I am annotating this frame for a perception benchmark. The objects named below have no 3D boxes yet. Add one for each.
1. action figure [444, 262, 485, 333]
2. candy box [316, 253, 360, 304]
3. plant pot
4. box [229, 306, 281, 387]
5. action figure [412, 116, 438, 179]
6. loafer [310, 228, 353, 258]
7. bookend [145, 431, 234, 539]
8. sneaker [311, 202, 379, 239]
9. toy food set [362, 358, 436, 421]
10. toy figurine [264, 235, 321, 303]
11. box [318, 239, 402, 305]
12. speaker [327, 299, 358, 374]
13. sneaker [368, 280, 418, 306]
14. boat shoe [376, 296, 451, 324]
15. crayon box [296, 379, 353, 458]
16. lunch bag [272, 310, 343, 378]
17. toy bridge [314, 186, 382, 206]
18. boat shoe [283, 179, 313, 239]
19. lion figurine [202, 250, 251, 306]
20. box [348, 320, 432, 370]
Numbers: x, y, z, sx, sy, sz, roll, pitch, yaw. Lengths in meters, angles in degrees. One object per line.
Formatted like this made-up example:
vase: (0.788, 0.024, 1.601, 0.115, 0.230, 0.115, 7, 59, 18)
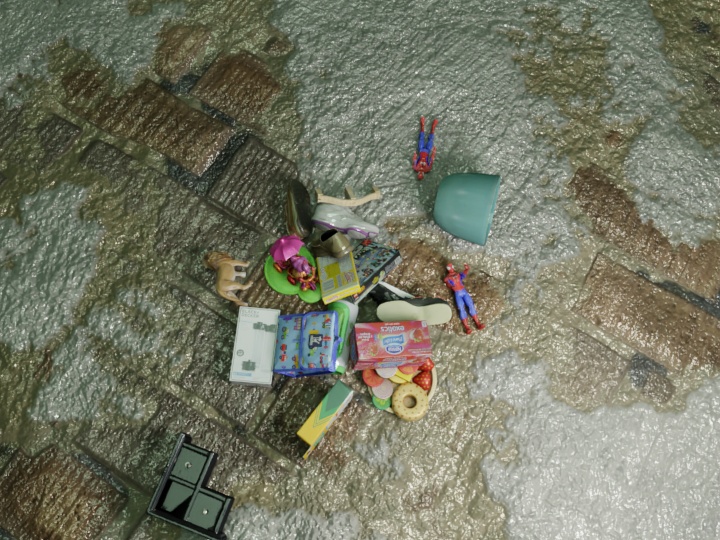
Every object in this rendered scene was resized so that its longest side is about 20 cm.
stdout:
action figure: (0.285, 0.063, 1.725, 0.064, 0.099, 0.202, -18, 71, -10)
candy box: (-0.061, 0.008, 1.670, 0.101, 0.027, 0.201, -19, 33, 3)
plant pot: (0.295, -0.184, 1.767, 0.159, 0.201, 0.203, 14, 71, 14)
box: (-0.280, 0.204, 1.678, 0.115, 0.060, 0.203, 6, 71, -1)
action figure: (0.194, -0.375, 1.873, 0.064, 0.099, 0.203, 9, 74, 2)
loafer: (-0.083, -0.080, 1.716, 0.075, 0.199, 0.068, -30, 108, -25)
bookend: (-0.389, 0.534, 1.547, 0.197, 0.092, 0.201, 21, 72, 3)
sneaker: (-0.037, -0.152, 1.798, 0.197, 0.075, 0.101, 15, 68, 2)
toy food set: (0.107, 0.286, 1.674, 0.196, 0.049, 0.202, 25, 73, 6)
toy figurine: (-0.177, -0.014, 1.689, 0.200, 0.184, 0.150, 43, 75, 11)
box: (0.000, 0.000, 1.710, 0.136, 0.040, 0.200, 19, 52, 42)
speaker: (-0.061, 0.172, 1.685, 0.087, 0.089, 0.203, 11, 71, 1)
sneaker: (0.072, 0.086, 1.727, 0.198, 0.076, 0.089, 23, 77, 5)
boat shoe: (0.143, 0.109, 1.676, 0.198, 0.063, 0.075, -1, 105, 5)
crayon box: (-0.098, 0.379, 1.593, 0.051, 0.126, 0.201, 36, 74, 10)
lunch bag: (-0.122, 0.191, 1.619, 0.198, 0.094, 0.153, -11, 67, 37)
toy bridge: (-0.029, -0.212, 1.805, 0.197, 0.028, 0.068, -5, 40, -19)
boat shoe: (-0.190, -0.172, 1.795, 0.073, 0.075, 0.202, -33, 48, 31)
lion figurine: (-0.364, 0.018, 1.700, 0.121, 0.073, 0.201, 10, 32, -25)
box: (0.075, 0.193, 1.615, 0.197, 0.100, 0.097, -2, 65, -13)
